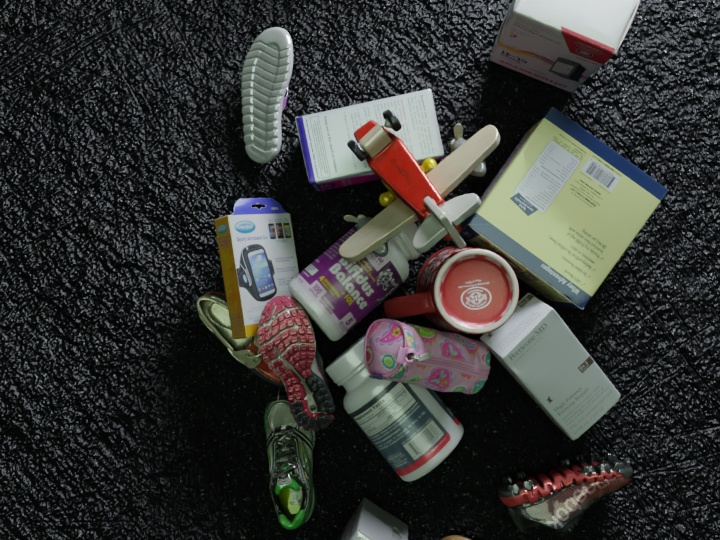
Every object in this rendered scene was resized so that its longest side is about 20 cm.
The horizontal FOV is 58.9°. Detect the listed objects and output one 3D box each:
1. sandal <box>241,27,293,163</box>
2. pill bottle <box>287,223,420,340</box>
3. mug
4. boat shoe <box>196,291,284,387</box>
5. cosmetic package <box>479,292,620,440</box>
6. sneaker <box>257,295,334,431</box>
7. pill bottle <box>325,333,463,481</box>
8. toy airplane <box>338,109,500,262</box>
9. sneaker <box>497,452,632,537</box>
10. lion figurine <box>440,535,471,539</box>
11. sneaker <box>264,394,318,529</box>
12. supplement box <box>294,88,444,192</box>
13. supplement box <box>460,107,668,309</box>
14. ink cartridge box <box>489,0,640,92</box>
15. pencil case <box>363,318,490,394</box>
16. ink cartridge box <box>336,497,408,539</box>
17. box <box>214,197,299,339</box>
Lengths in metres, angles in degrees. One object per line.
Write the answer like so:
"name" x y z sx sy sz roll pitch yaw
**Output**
"sandal" -0.144 -0.270 0.990 0.082 0.050 0.204 15 103 17
"pill bottle" 0.000 0.000 0.940 0.200 0.112 0.112 -42 88 -8
"mug" 0.134 0.043 0.895 0.177 0.200 0.134 -42 88 1
"boat shoe" -0.170 0.107 0.976 0.200 0.063 0.071 43 89 1
"cosmetic package" 0.274 0.139 0.917 0.102 0.074 0.200 -44 114 1
"sneaker" -0.096 0.132 0.926 0.080 0.075 0.201 -16 102 -3
"pill bottle" 0.045 0.193 0.937 0.119 0.120 0.200 -40 88 1
"toy airplane" 0.077 -0.101 0.844 0.199 0.141 0.200 4 77 18
"sneaker" 0.310 0.337 0.949 0.199 0.071 0.098 -18 88 4
"lion figurine" 0.118 0.465 0.963 0.122 0.073 0.200 37 76 15
"sneaker" -0.103 0.287 0.959 0.078 0.085 0.201 -11 88 2
"supplement box" 0.015 -0.191 0.953 0.199 0.101 0.104 -13 89 2
"supplement box" 0.281 -0.083 0.924 0.200 0.134 0.200 36 91 2
"ink cartridge box" 0.275 -0.336 0.895 0.147 0.200 0.086 23 91 3
"pencil case" 0.095 0.121 0.880 0.199 0.087 0.088 18 90 -41
"ink cartridge box" -0.017 0.453 0.923 0.087 0.145 0.200 34 92 4
"box" -0.148 -0.006 0.952 0.041 0.119 0.201 -13 86 42
